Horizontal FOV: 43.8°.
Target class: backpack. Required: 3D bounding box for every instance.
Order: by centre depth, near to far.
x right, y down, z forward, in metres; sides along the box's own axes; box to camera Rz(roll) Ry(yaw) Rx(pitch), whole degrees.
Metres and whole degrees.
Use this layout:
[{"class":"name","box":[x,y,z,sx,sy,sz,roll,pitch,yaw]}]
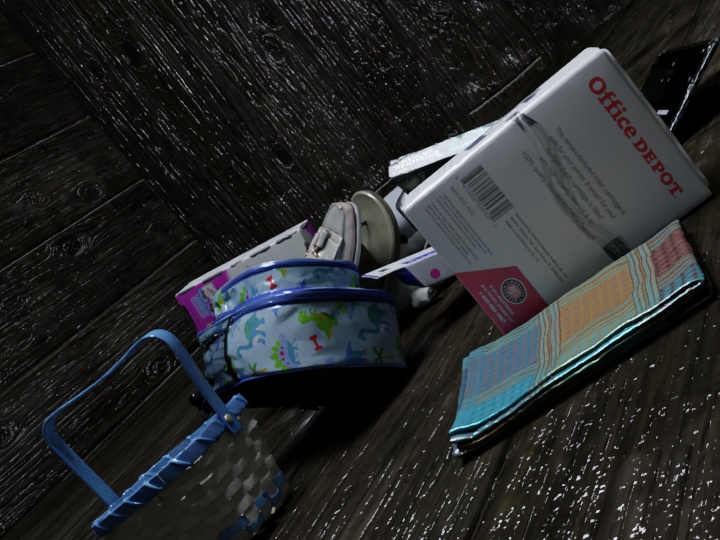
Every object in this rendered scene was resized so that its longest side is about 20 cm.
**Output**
[{"class":"backpack","box":[-0.060,0.066,0.930,0.182,0.148,0.200,2,-15,-35]}]

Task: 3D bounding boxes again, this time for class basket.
[{"class":"basket","box":[-0.180,0.175,0.823,0.176,0.200,0.139,-36,8,24]}]

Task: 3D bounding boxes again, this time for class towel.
[{"class":"towel","box":[0.148,0.043,0.630,0.200,0.022,0.147,-38,7,21]}]

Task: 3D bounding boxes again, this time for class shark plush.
[{"class":"shark plush","box":[0.055,0.040,1.157,0.083,0.091,0.200,-9,-37,-51]}]

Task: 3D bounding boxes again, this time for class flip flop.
[{"class":"flip flop","box":[0.000,0.000,1.105,0.057,0.201,0.081,7,-1,-38]}]

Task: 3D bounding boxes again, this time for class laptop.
[{"class":"laptop","box":[0.376,-0.193,0.956,0.177,0.103,0.201,-80,15,-81]}]

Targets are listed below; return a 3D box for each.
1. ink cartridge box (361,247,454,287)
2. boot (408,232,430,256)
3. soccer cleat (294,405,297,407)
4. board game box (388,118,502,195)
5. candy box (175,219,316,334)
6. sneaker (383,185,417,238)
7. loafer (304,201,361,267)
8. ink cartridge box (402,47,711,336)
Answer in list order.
[{"class":"ink cartridge box","box":[0.104,-0.018,0.977,0.199,0.037,0.095,-21,4,-9]},{"class":"boot","box":[0.117,-0.048,1.283,0.182,0.073,0.200,-40,13,24]},{"class":"soccer cleat","box":[-0.084,0.135,1.186,0.085,0.069,0.200,-33,7,-18]},{"class":"board game box","box":[0.152,-0.126,1.102,0.199,0.135,0.028,-19,60,26]},{"class":"candy box","box":[-0.125,0.039,1.200,0.199,0.137,0.061,-26,12,16]},{"class":"sneaker","box":[0.060,-0.097,1.284,0.115,0.075,0.200,-33,16,26]},{"class":"loafer","box":[-0.047,0.015,1.064,0.072,0.063,0.201,28,110,59]},{"class":"ink cartridge box","box":[0.157,-0.064,0.739,0.200,0.145,0.084,-39,6,15]}]
